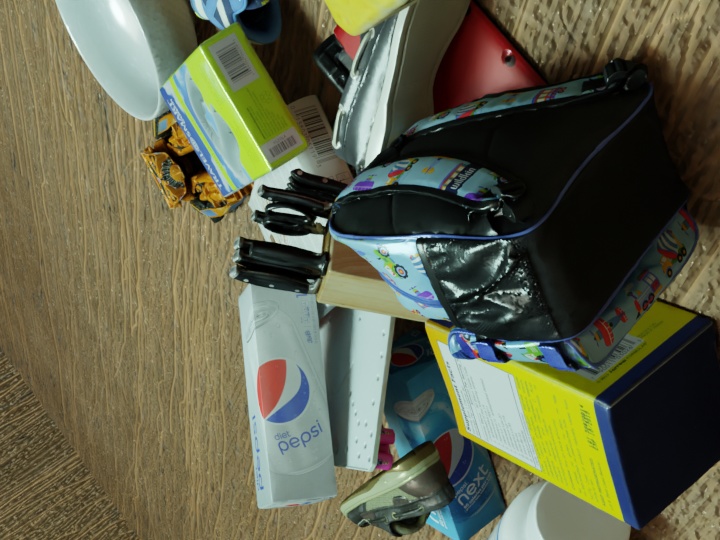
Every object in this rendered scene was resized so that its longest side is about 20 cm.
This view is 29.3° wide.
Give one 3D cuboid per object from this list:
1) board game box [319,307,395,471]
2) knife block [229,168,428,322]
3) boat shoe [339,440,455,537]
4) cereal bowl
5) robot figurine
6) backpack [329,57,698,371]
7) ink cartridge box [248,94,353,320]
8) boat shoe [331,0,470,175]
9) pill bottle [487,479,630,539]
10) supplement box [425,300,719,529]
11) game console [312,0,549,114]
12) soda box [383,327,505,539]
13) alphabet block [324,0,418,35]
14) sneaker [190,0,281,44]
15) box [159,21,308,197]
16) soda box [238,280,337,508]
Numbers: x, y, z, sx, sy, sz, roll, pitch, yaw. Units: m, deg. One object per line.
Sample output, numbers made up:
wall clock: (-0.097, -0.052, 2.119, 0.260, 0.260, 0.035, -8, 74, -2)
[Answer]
board game box: (-0.009, 0.082, 1.290, 0.199, 0.026, 0.203, -8, 72, 65)
knife block: (0.000, 0.000, 1.128, 0.201, 0.175, 0.064, 51, 157, 12)
boat shoe: (0.034, 0.221, 1.305, 0.065, 0.073, 0.200, 57, 157, 11)
cereal bowl: (-0.222, -0.255, 1.361, 0.200, 0.083, 0.201, 44, 154, 28)
robot figurine: (-0.178, -0.116, 1.478, 0.146, 0.058, 0.199, 63, 156, -9)
backpack: (0.088, -0.032, 0.880, 0.198, 0.183, 0.136, -1, 126, 45)
ink cartridge box: (-0.044, -0.044, 1.286, 0.200, 0.050, 0.162, 114, 134, -67)
boat shoe: (0.027, -0.156, 0.950, 0.060, 0.073, 0.202, 33, 125, 31)
pill bottle: (0.167, 0.247, 1.191, 0.112, 0.112, 0.201, 49, 155, 17)
supplement box: (0.157, 0.081, 1.005, 0.199, 0.109, 0.110, 23, 140, 51)
game console: (0.071, -0.122, 1.037, 0.201, 0.118, 0.172, 51, -173, 14)
soda box: (0.074, 0.160, 1.324, 0.068, 0.064, 0.202, 24, 141, 51)
alphabet block: (0.055, -0.262, 0.665, 0.198, 0.199, 0.195, 59, 156, -5)
sneaker: (-0.099, -0.266, 1.128, 0.082, 0.074, 0.201, 43, 160, 24)
box: (-0.119, -0.137, 1.231, 0.123, 0.047, 0.200, 59, 162, -6)
soda box: (-0.068, 0.112, 1.261, 0.068, 0.063, 0.203, 140, 125, -70)
